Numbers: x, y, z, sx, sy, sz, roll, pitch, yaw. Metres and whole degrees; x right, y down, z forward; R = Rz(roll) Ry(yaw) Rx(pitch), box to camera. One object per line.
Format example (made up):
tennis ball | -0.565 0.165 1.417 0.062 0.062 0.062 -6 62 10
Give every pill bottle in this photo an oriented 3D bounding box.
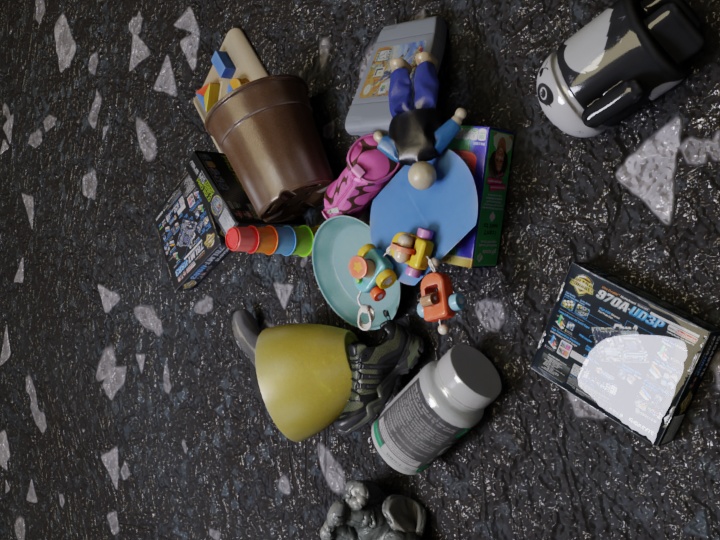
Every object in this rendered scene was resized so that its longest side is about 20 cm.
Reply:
pill bottle | 0.113 0.208 1.139 0.200 0.113 0.114 -51 57 33

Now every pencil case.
pencil case | -0.003 -0.140 1.213 0.091 0.093 0.200 58 160 8

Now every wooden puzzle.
wooden puzzle | -0.275 -0.366 1.559 0.200 0.046 0.186 -49 58 33

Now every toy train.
toy train | 0.049 0.019 1.063 0.199 0.055 0.152 -12 76 43

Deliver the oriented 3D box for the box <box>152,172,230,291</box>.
box | -0.366 -0.088 1.653 0.200 0.049 0.200 -40 64 37

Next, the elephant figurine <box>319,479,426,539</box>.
elephant figurine | 0.046 0.428 1.207 0.199 0.156 0.142 27 150 15

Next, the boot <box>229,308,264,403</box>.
boot | -0.167 0.144 1.457 0.131 0.070 0.201 -34 78 36

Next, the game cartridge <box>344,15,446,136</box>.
game cartridge | 0.060 -0.303 1.183 0.133 0.041 0.201 3 68 48

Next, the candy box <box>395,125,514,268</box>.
candy box | 0.132 -0.114 1.139 0.168 0.077 0.202 13 101 44

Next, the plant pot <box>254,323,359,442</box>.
plant pot | -0.067 0.171 1.285 0.141 0.200 0.202 -20 75 16

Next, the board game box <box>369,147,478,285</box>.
board game box | 0.097 -0.080 1.098 0.200 0.039 0.159 -46 55 30

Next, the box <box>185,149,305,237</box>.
box | -0.217 -0.140 1.427 0.044 0.159 0.201 -54 55 32

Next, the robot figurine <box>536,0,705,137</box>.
robot figurine | 0.309 -0.251 0.926 0.200 0.150 0.125 -34 80 39

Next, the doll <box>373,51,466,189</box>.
doll | 0.084 -0.209 1.070 0.135 0.048 0.202 -8 69 19

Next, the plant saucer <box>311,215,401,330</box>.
plant saucer | 0.000 0.000 1.271 0.199 0.036 0.202 21 123 37

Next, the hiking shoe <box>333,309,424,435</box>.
hiking shoe | 0.009 0.162 1.200 0.200 0.101 0.076 -52 6 -13

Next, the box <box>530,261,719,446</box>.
box | 0.330 0.101 0.968 0.199 0.046 0.160 32 112 40

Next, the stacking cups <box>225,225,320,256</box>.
stacking cups | -0.140 -0.055 1.323 0.060 0.199 0.061 -2 88 43

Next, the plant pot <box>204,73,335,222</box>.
plant pot | -0.147 -0.205 1.345 0.200 0.199 0.200 -34 74 39
